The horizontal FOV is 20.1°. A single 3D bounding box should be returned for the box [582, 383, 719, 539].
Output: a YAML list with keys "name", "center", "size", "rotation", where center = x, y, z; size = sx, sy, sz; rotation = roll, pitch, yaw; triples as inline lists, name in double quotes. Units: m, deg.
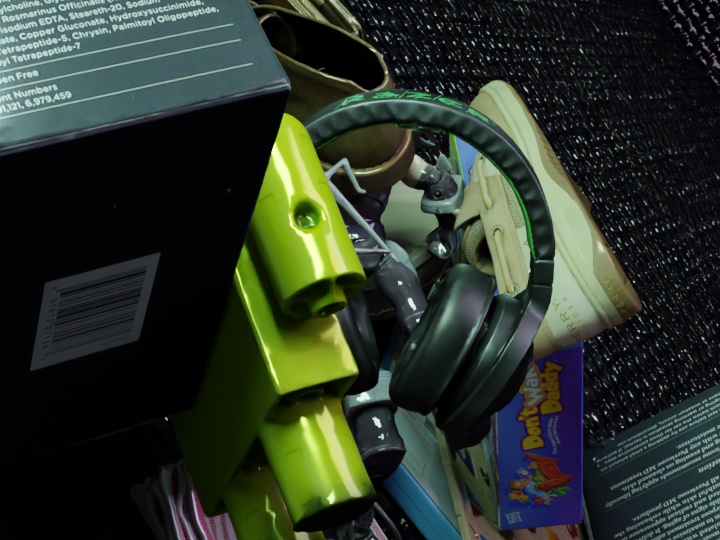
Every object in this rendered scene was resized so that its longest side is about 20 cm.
- name: "box"
  center: [0.232, 0.208, 1.186]
  size: [0.200, 0.124, 0.197]
  rotation: [52, 19, -31]

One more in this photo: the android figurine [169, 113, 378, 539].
- name: "android figurine"
  center: [-0.049, 0.009, 0.742]
  size: [0.041, 0.182, 0.201]
  rotation: [-12, 66, -22]

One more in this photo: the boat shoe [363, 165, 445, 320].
- name: "boat shoe"
  center: [0.016, -0.007, 1.148]
  size: [0.200, 0.071, 0.060]
  rotation: [-68, 158, -70]

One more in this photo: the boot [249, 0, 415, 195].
- name: "boot"
  center: [-0.060, -0.112, 1.007]
  size: [0.199, 0.074, 0.076]
  rotation: [26, -30, 25]

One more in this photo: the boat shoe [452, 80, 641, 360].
- name: "boat shoe"
  center: [0.074, -0.029, 0.986]
  size: [0.071, 0.064, 0.200]
  rotation: [53, 9, -29]

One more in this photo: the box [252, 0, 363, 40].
- name: "box"
  center: [-0.053, -0.145, 1.123]
  size: [0.164, 0.021, 0.200]
  rotation: [48, -9, 14]

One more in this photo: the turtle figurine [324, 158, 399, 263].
- name: "turtle figurine"
  center: [-0.071, -0.018, 0.904]
  size: [0.200, 0.101, 0.150]
  rotation: [33, 16, -19]

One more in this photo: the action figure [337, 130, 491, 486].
- name: "action figure"
  center: [0.000, 0.000, 1.016]
  size: [0.069, 0.129, 0.201]
  rotation: [75, -1, -67]

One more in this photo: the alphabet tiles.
- name: "alphabet tiles"
  center: [0.102, 0.166, 1.099]
  size: [0.200, 0.006, 0.167]
  rotation: [44, 22, -40]

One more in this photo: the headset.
- name: "headset"
  center: [0.011, 0.025, 0.826]
  size: [0.123, 0.201, 0.094]
  rotation: [8, 12, 0]

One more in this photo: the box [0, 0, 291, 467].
- name: "box"
  center: [-0.120, -0.062, 0.683]
  size: [0.104, 0.200, 0.183]
  rotation: [-16, 63, -24]

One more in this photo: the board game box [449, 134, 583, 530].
- name: "board game box"
  center: [0.082, 0.021, 1.093]
  size: [0.200, 0.045, 0.135]
  rotation: [-97, -177, -54]

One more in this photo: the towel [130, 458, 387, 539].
- name: "towel"
  center: [-0.013, 0.143, 0.874]
  size: [0.147, 0.030, 0.200]
  rotation: [60, 19, 14]

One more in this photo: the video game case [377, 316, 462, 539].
- name: "video game case"
  center: [0.054, 0.101, 1.130]
  size: [0.143, 0.018, 0.200]
  rotation: [51, 19, -10]
